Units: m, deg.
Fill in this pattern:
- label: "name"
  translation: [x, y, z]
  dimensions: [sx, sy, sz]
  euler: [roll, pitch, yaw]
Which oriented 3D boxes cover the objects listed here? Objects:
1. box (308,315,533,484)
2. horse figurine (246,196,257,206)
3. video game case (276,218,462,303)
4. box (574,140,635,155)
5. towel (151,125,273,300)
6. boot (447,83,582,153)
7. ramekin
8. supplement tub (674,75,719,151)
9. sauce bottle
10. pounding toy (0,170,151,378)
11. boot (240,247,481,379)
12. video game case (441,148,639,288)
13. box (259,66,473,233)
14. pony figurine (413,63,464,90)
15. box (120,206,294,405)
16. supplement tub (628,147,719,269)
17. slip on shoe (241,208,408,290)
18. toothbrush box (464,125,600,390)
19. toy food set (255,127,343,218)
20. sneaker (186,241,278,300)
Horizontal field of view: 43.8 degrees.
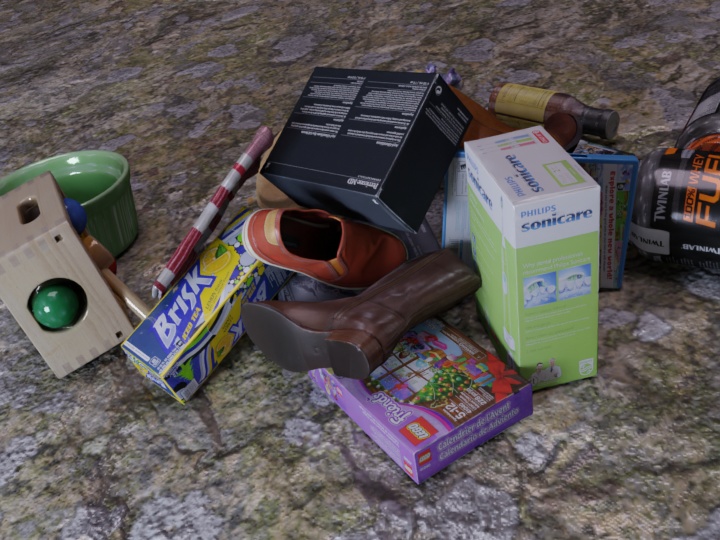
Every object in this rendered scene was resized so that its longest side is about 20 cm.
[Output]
- label: "box"
  translation: [0.051, 0.104, 0.859]
  dimensions: [0.135, 0.040, 0.199]
  euler: [-26, 35, -23]
- label: "horse figurine"
  translation: [-0.074, -0.061, 1.145]
  dimensions: [0.129, 0.051, 0.201]
  euler: [-8, 27, -10]
- label: "video game case"
  translation: [0.000, 0.000, 1.002]
  dimensions: [0.195, 0.019, 0.145]
  euler: [-13, 52, -15]
- label: "box"
  translation: [0.239, -0.111, 1.149]
  dimensions: [0.198, 0.038, 0.135]
  euler: [-31, 37, -30]
- label: "towel"
  translation: [-0.161, -0.056, 0.966]
  dimensions: [0.202, 0.023, 0.144]
  euler: [-58, 7, -13]
- label: "boot"
  translation: [0.165, -0.174, 1.090]
  dimensions: [0.197, 0.069, 0.190]
  euler: [28, 49, -2]
- label: "ramekin"
  translation: [-0.399, -0.076, 1.220]
  dimensions: [0.195, 0.100, 0.202]
  euler: [-7, 31, 4]
- label: "supplement tub"
  translation: [0.447, -0.152, 1.074]
  dimensions: [0.120, 0.125, 0.200]
  euler: [10, 37, 29]
- label: "sauce bottle"
  translation: [0.280, -0.227, 1.302]
  dimensions: [0.198, 0.067, 0.066]
  euler: [23, 44, 38]
- label: "pounding toy"
  translation: [-0.315, 0.011, 1.001]
  dimensions: [0.140, 0.187, 0.200]
  euler: [-30, 35, -10]
- label: "boot"
  translation: [0.003, 0.029, 0.903]
  dimensions: [0.184, 0.066, 0.199]
  euler: [16, 37, 36]
- label: "video game case"
  translation: [0.185, -0.054, 0.948]
  dimensions: [0.195, 0.146, 0.018]
  euler: [3, 25, 6]
- label: "box"
  translation: [0.002, -0.133, 0.952]
  dimensions: [0.198, 0.079, 0.143]
  euler: [17, 73, 47]
- label: "pony figurine"
  translation: [0.079, -0.188, 1.202]
  dimensions: [0.192, 0.166, 0.203]
  euler: [-32, 28, 44]
- label: "box"
  translation: [-0.152, 0.034, 0.936]
  dimensions: [0.069, 0.065, 0.201]
  euler: [27, 66, 30]
- label: "supplement tub"
  translation: [0.373, -0.065, 0.957]
  dimensions: [0.196, 0.125, 0.123]
  euler: [8, 35, 28]
- label: "slip on shoe"
  translation: [-0.026, -0.025, 0.926]
  dimensions: [0.197, 0.076, 0.061]
  euler: [13, -15, -35]
- label: "toothbrush box"
  translation: [0.163, -0.012, 0.858]
  dimensions: [0.084, 0.204, 0.146]
  euler: [-13, 30, -5]
- label: "toy food set"
  translation: [-0.050, -0.143, 1.115]
  dimensions: [0.198, 0.049, 0.201]
  euler: [5, 59, 49]
- label: "sneaker"
  translation: [-0.137, 0.013, 1.034]
  dimensions: [0.195, 0.076, 0.082]
  euler: [-9, 40, 3]
